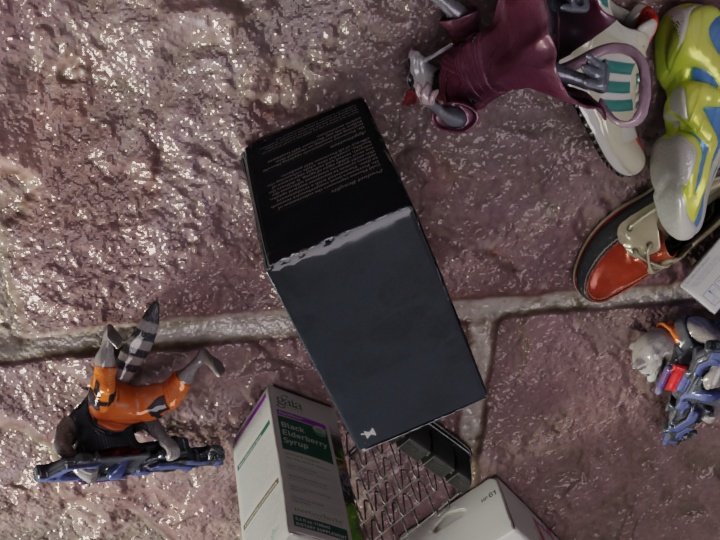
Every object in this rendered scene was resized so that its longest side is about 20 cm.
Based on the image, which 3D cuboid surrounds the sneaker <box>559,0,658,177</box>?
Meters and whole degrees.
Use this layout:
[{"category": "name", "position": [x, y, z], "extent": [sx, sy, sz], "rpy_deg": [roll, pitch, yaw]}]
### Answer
[{"category": "sneaker", "position": [0.217, -0.168, 0.944], "extent": [0.093, 0.071, 0.200], "rpy_deg": [-27, 120, 14]}]

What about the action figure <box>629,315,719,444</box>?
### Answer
[{"category": "action figure", "position": [0.362, 0.097, 1.140], "extent": [0.191, 0.106, 0.201], "rpy_deg": [6, 147, -6]}]

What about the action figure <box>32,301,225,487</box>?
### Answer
[{"category": "action figure", "position": [-0.208, 0.133, 1.062], "extent": [0.199, 0.105, 0.194], "rpy_deg": [9, 131, -45]}]

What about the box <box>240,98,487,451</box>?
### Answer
[{"category": "box", "position": [0.000, 0.000, 0.934], "extent": [0.123, 0.197, 0.201], "rpy_deg": [-22, 124, 4]}]

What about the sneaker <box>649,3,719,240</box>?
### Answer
[{"category": "sneaker", "position": [0.309, -0.127, 0.965], "extent": [0.104, 0.076, 0.202], "rpy_deg": [-5, 107, -8]}]

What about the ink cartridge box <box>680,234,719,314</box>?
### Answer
[{"category": "ink cartridge box", "position": [0.378, -0.056, 1.029], "extent": [0.044, 0.094, 0.201], "rpy_deg": [40, 114, 12]}]

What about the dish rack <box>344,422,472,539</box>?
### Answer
[{"category": "dish rack", "position": [0.007, 0.230, 1.168], "extent": [0.153, 0.055, 0.200], "rpy_deg": [38, 111, -27]}]

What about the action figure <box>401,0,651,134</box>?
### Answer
[{"category": "action figure", "position": [0.110, -0.170, 0.887], "extent": [0.148, 0.136, 0.199], "rpy_deg": [18, 161, -32]}]

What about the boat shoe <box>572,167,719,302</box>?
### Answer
[{"category": "boat shoe", "position": [0.281, -0.036, 1.046], "extent": [0.071, 0.063, 0.200], "rpy_deg": [36, 111, -30]}]

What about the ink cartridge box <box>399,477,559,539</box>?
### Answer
[{"category": "ink cartridge box", "position": [0.154, 0.343, 1.248], "extent": [0.144, 0.085, 0.200], "rpy_deg": [-36, 120, 13]}]

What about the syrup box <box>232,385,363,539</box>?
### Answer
[{"category": "syrup box", "position": [-0.062, 0.206, 1.050], "extent": [0.078, 0.201, 0.082], "rpy_deg": [23, 117, -23]}]
